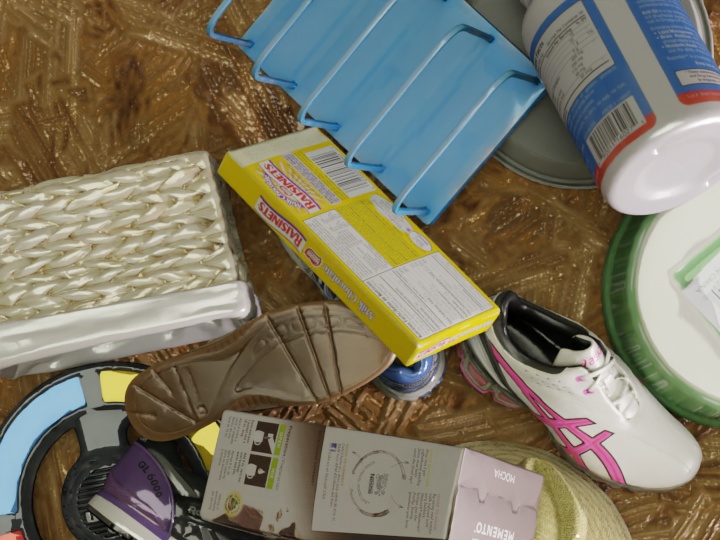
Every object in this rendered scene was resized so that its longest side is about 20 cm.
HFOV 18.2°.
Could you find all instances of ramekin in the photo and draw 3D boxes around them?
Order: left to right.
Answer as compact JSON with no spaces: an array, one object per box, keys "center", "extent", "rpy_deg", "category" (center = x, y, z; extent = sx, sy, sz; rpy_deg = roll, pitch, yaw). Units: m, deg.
[{"center":[0.274,0.013,1.607],"extent":[0.198,0.098,0.202],"rpy_deg":[0,87,2],"category":"ramekin"}]

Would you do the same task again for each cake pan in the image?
[{"center":[0.162,-0.161,1.654],"extent":[0.198,0.037,0.202],"rpy_deg":[0,87,2],"category":"cake pan"}]

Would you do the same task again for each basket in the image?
[{"center":[-0.180,-0.003,1.609],"extent":[0.198,0.136,0.125],"rpy_deg":[-12,84,1],"category":"basket"}]

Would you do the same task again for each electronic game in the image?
[{"center":[-0.179,0.167,1.639],"extent":[0.198,0.042,0.202],"rpy_deg":[0,88,-2],"category":"electronic game"}]

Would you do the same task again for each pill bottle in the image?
[{"center":[0.179,-0.148,1.556],"extent":[0.111,0.112,0.201],"rpy_deg":[-24,62,1],"category":"pill bottle"}]

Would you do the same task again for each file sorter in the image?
[{"center":[0.010,-0.151,1.593],"extent":[0.200,0.123,0.139],"rpy_deg":[44,101,11],"category":"file sorter"}]

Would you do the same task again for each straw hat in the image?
[{"center":[0.117,0.183,1.560],"extent":[0.199,0.085,0.202],"rpy_deg":[7,53,-9],"category":"straw hat"}]

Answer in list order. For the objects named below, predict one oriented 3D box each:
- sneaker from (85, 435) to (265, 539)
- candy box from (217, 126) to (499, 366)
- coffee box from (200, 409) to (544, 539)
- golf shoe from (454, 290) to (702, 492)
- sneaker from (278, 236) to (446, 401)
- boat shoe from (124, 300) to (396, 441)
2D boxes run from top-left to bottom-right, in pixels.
[{"center":[-0.090,0.191,1.597],"extent":[0.199,0.076,0.088],"rpy_deg":[37,79,-8],"category":"sneaker"},{"center":[-0.001,-0.020,1.573],"extent":[0.200,0.102,0.027],"rpy_deg":[46,128,19],"category":"candy box"},{"center":[0.008,0.153,1.512],"extent":[0.199,0.113,0.081],"rpy_deg":[6,79,36],"category":"coffee box"},{"center":[0.160,0.088,1.605],"extent":[0.199,0.092,0.073],"rpy_deg":[32,63,2],"category":"golf shoe"},{"center":[0.000,0.000,1.626],"extent":[0.077,0.085,0.201],"rpy_deg":[-34,85,0],"category":"sneaker"},{"center":[-0.067,0.067,1.591],"extent":[0.198,0.072,0.073],"rpy_deg":[-21,93,9],"category":"boat shoe"}]
